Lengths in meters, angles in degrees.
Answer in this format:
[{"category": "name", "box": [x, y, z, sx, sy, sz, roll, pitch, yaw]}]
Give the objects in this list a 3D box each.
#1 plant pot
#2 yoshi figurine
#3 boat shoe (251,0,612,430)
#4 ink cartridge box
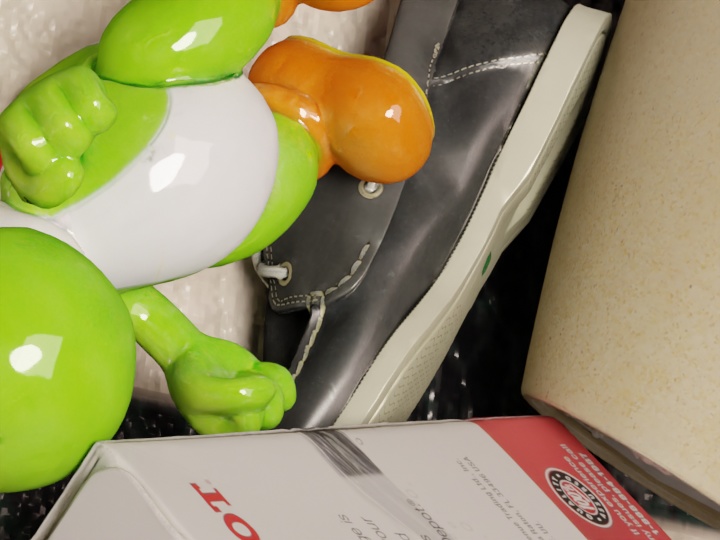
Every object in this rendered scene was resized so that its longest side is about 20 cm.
[{"category": "plant pot", "box": [0.137, -0.024, 0.793, 0.187, 0.187, 0.200, 34, 85, -31]}, {"category": "yoshi figurine", "box": [-0.056, -0.008, 0.675, 0.112, 0.112, 0.200, 47, 61, 4]}, {"category": "boat shoe", "box": [0.000, 0.000, 0.781, 0.067, 0.072, 0.200, 27, 71, 7]}, {"category": "ink cartridge box", "box": [0.019, 0.115, 0.684, 0.147, 0.083, 0.200, 47, 25, 27]}]
